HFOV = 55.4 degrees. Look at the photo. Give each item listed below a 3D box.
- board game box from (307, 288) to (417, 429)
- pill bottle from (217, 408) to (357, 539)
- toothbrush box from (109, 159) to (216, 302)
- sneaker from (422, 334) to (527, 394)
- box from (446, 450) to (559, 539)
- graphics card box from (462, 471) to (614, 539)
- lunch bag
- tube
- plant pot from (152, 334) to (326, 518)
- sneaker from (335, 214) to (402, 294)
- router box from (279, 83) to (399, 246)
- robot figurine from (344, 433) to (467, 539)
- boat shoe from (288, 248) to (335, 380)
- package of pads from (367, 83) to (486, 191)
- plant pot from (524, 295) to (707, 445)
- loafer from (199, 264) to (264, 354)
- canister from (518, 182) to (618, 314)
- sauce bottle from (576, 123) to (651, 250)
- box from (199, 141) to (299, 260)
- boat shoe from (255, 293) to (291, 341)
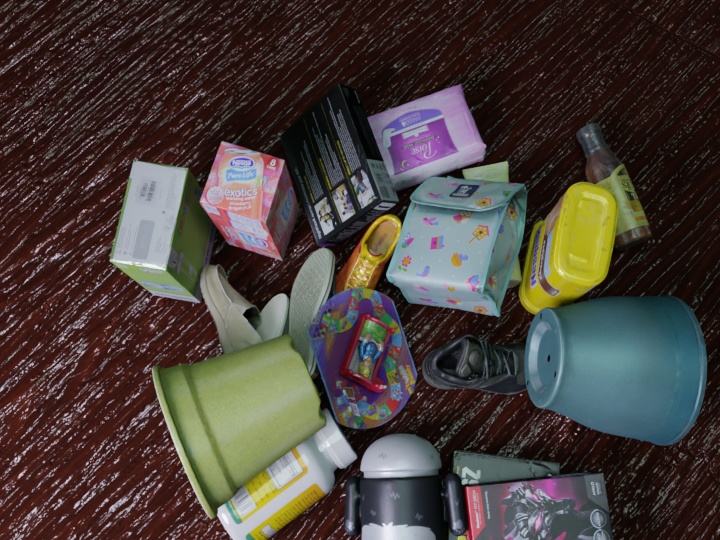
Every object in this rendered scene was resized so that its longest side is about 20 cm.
[{"bbox_3d":[0.015,0.126,1.002,0.155,0.039,0.206,-20,93,-30],"label":"board game box"},{"bbox_3d":[-0.106,0.289,0.973,0.198,0.113,0.114,-35,77,-7],"label":"pill bottle"},{"bbox_3d":[-0.282,-0.050,1.018,0.083,0.200,0.150,8,76,4],"label":"toothbrush box"},{"bbox_3d":[0.192,0.139,1.006,0.193,0.114,0.079,2,77,0],"label":"sneaker"},{"bbox_3d":[0.200,0.370,0.980,0.154,0.049,0.207,6,76,5],"label":"box"},{"bbox_3d":[0.241,0.349,0.935,0.193,0.051,0.130,-4,76,-1],"label":"graphics card box"},{"bbox_3d":[0.150,-0.052,1.030,0.166,0.122,0.205,8,69,34],"label":"lunch bag"},{"bbox_3d":[0.214,-0.075,1.093,0.057,0.052,0.206,6,69,-33],"label":"tube"},{"bbox_3d":[-0.148,0.181,0.896,0.180,0.201,0.204,-23,76,-14],"label":"plant pot"},{"bbox_3d":[0.000,0.000,1.060,0.072,0.077,0.204,26,88,7],"label":"sneaker"},{"bbox_3d":[-0.037,-0.162,1.077,0.147,0.050,0.205,-30,73,35],"label":"router box"},{"bbox_3d":[0.060,0.333,0.955,0.145,0.125,0.207,2,75,-16],"label":"robot figurine"},{"bbox_3d":[-0.066,0.068,1.034,0.073,0.062,0.206,-7,69,38],"label":"boat shoe"},{"bbox_3d":[0.096,-0.208,1.113,0.195,0.076,0.124,-20,75,-4],"label":"package of pads"},{"bbox_3d":[0.333,0.127,0.946,0.182,0.200,0.207,7,75,-6],"label":"plant pot"},{"bbox_3d":[-0.187,0.068,1.034,0.067,0.076,0.203,-25,58,-4],"label":"loafer"},{"bbox_3d":[0.299,-0.025,0.998,0.084,0.200,0.153,14,76,4],"label":"canister"},{"bbox_3d":[0.398,-0.136,1.093,0.064,0.066,0.206,-17,78,-3],"label":"sauce bottle"},{"bbox_3d":[-0.158,-0.097,1.026,0.100,0.200,0.097,17,76,6],"label":"box"},{"bbox_3d":[-0.136,0.139,1.039,0.060,0.071,0.207,31,65,-37],"label":"boat shoe"}]
